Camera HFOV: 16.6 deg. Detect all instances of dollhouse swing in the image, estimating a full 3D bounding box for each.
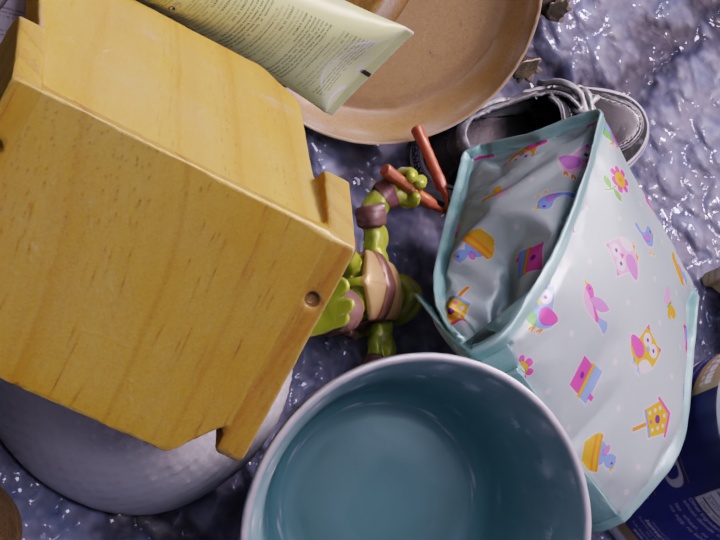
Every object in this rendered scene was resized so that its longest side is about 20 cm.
[{"bbox_3d":[-0.128,-0.036,1.307,0.199,0.176,0.183,25,99,-21],"label":"dollhouse swing"}]

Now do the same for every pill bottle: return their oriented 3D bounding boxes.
[{"bbox_3d":[0.245,0.106,1.523,0.119,0.200,0.121,15,63,-31],"label":"pill bottle"}]

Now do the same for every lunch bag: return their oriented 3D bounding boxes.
[{"bbox_3d":[0.119,0.036,1.470,0.171,0.121,0.201,56,33,-32],"label":"lunch bag"}]

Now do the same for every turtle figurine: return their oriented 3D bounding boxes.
[{"bbox_3d":[0.000,0.000,1.457,0.161,0.064,0.202,24,68,-64],"label":"turtle figurine"}]

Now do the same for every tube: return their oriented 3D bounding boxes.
[{"bbox_3d":[-0.068,-0.151,1.409,0.199,0.058,0.052,25,77,-33],"label":"tube"}]

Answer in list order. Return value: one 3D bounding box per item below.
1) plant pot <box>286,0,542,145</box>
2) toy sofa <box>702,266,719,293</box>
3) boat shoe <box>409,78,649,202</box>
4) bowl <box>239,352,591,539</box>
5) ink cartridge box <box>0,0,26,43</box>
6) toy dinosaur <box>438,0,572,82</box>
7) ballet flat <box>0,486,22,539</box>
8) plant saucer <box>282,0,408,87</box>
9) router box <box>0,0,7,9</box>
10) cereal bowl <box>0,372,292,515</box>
[{"bbox_3d":[0.013,-0.178,1.510,0.198,0.027,0.202,-2,105,-7],"label":"plant pot"},{"bbox_3d":[0.299,0.082,1.640,0.082,0.097,0.202,9,66,-33],"label":"toy sofa"},{"bbox_3d":[0.125,-0.090,1.599,0.198,0.068,0.074,-5,75,-37],"label":"boat shoe"},{"bbox_3d":[0.020,0.138,1.378,0.199,0.105,0.203,-2,98,-13],"label":"bowl"},{"bbox_3d":[-0.222,-0.137,1.355,0.136,0.076,0.202,12,63,-30],"label":"ink cartridge box"},{"bbox_3d":[0.071,-0.179,1.599,0.199,0.077,0.102,-5,37,-26],"label":"toy dinosaur"},{"bbox_3d":[-0.247,0.095,1.246,0.199,0.072,0.068,32,56,-23],"label":"ballet flat"},{"bbox_3d":[-0.050,-0.192,1.442,0.199,0.201,0.035,26,18,-26],"label":"plant saucer"},{"bbox_3d":[-0.209,-0.244,1.291,0.157,0.052,0.201,49,57,-27],"label":"router box"},{"bbox_3d":[-0.116,0.029,1.365,0.199,0.083,0.202,14,65,-32],"label":"cereal bowl"}]
